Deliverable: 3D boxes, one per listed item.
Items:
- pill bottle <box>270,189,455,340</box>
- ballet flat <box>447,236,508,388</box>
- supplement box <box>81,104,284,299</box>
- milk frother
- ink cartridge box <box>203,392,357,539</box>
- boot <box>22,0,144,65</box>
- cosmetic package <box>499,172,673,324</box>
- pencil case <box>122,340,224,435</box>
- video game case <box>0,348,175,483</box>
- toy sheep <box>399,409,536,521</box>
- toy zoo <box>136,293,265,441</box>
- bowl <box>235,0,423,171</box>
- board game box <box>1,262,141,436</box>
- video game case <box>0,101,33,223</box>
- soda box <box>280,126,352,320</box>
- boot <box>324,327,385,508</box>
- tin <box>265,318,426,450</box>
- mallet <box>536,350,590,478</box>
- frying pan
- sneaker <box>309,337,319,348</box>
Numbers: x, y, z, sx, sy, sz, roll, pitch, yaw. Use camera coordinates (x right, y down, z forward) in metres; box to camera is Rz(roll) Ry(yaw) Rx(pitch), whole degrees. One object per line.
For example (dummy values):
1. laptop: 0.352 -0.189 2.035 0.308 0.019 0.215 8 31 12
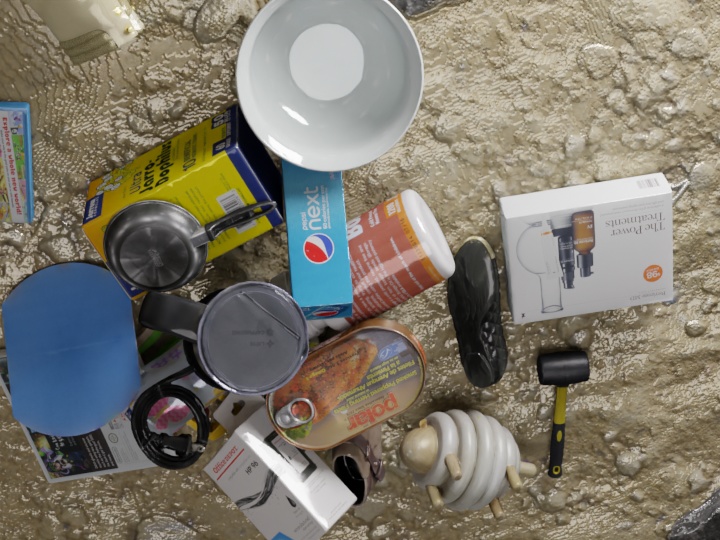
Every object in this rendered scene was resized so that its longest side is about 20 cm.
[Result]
1. pill bottle: 0.000 0.000 1.644 0.198 0.113 0.113 -28 119 11
2. ballet flat: 0.144 0.048 1.733 0.066 0.057 0.203 6 119 24
3. supplement box: -0.195 -0.076 1.583 0.198 0.109 0.110 -27 120 10
4. milk frother: -0.156 0.117 1.532 0.178 0.188 0.203 -1 87 -11
5. ink cartridge box: -0.112 0.240 1.707 0.200 0.068 0.116 47 139 5
6. boot: -0.263 -0.314 1.457 0.199 0.073 0.156 -32 118 15
7. cosmetic package: 0.269 -0.024 1.691 0.197 0.052 0.152 -9 124 0
8. pencil case: -0.190 0.110 1.675 0.199 0.083 0.091 -38 78 -3
9. video game case: -0.336 0.168 1.750 0.179 0.023 0.202 -10 122 12
10. toy sheep: 0.136 0.241 1.789 0.198 0.139 0.139 18 118 -26
11. toy zoo: -0.193 0.130 1.756 0.199 0.021 0.131 38 111 -23
12. bowl: -0.035 -0.214 1.518 0.198 0.091 0.204 -2 110 -4
13. board game box: -0.332 0.093 1.665 0.156 0.039 0.203 -11 77 5
14. video game case: -0.466 -0.122 1.585 0.197 0.018 0.145 2 120 -6
15. soda box: -0.049 -0.051 1.567 0.067 0.203 0.064 -5 164 -2
16. boot: -0.011 0.179 1.727 0.069 0.147 0.202 -9 122 15
17. tin: -0.015 0.131 1.635 0.198 0.042 0.113 -27 99 16
18. mallet: 0.245 0.187 1.824 0.065 0.041 0.202 2 124 -8
19. frying pan: -0.185 -0.021 1.539 0.187 0.031 0.116 1 122 -3
20. sneaker: -0.078 0.161 1.741 0.075 0.076 0.202 -13 133 -34
